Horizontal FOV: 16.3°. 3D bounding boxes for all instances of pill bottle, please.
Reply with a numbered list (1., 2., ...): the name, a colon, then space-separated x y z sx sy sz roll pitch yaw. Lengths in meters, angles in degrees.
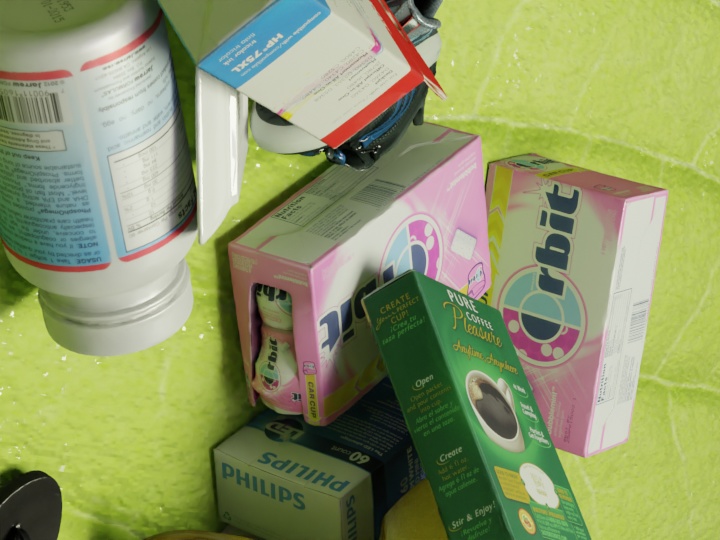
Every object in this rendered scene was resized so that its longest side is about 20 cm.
1. pill bottle: -0.143 -0.059 1.314 0.109 0.108 0.201 -42 137 -39

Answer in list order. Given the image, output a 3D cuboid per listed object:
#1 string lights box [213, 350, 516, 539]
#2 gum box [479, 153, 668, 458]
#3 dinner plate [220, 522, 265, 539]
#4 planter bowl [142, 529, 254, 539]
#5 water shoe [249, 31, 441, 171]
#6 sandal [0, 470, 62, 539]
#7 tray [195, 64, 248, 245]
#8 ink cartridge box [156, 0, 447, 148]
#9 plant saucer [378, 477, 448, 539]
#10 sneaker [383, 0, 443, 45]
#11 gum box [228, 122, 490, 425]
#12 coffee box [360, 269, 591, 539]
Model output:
1. string lights box: 0.006 0.105 1.625 0.200 0.102 0.059 -36 135 -43
2. gum box: 0.141 0.029 1.784 0.066 0.113 0.201 -12 114 -54
3. dinner plate: -0.062 0.242 1.662 0.200 0.024 0.201 -29 127 -47
4. planter bowl: -0.057 0.231 1.504 0.083 0.200 0.201 -33 131 -53
5. water shoe: -0.002 -0.093 1.529 0.200 0.071 0.079 -39 137 -54
6. sandal: -0.212 0.207 1.393 0.200 0.045 0.075 -62 146 -17
7. tray: -0.075 -0.087 1.374 0.200 0.022 0.108 -93 -178 -76
8. ink cartridge box: -0.041 -0.139 1.317 0.067 0.116 0.200 -37 154 12
9. plant saucer: 0.029 0.248 1.535 0.200 0.048 0.201 -93 -169 -60
10. sneaker: 0.031 -0.192 1.483 0.079 0.095 0.201 42 43 -33
11. gum box: 0.000 0.000 1.585 0.200 0.066 0.114 -38 133 -43
12. coffee box: 0.075 0.104 1.518 0.123 0.044 0.201 22 43 -57
